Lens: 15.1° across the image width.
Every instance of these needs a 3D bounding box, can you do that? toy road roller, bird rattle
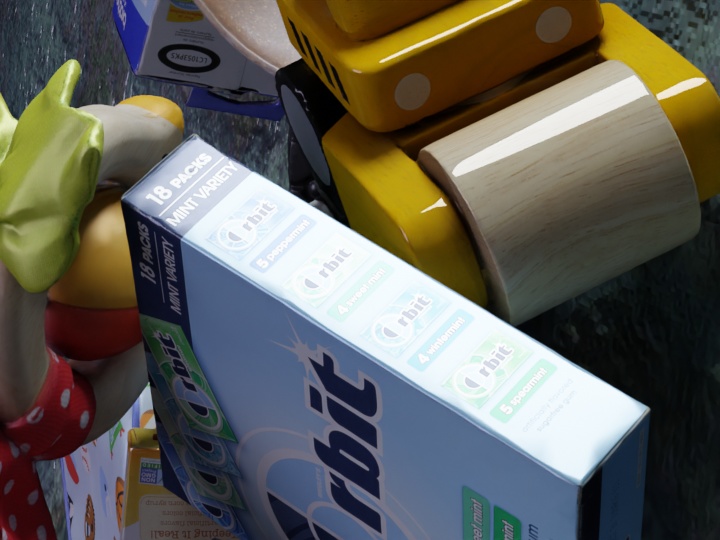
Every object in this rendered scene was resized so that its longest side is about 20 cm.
[{"bbox_3d":[0.035,-0.086,0.982,0.200,0.122,0.146,51,164,55],"label":"toy road roller"},{"bbox_3d":[-0.108,0.016,0.999,0.112,0.163,0.201,6,111,30],"label":"bird rattle"}]

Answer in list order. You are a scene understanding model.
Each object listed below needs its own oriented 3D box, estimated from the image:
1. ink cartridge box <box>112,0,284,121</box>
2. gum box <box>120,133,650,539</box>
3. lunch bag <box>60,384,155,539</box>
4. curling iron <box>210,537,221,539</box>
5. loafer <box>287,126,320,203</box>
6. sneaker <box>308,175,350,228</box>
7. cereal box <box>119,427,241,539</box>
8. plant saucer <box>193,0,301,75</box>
[{"bbox_3d":[-0.030,-0.152,1.227,0.076,0.136,0.201,-116,39,-59],"label":"ink cartridge box"},{"bbox_3d":[0.008,0.064,0.968,0.200,0.045,0.170,30,148,26],"label":"gum box"},{"bbox_3d":[-0.090,0.135,1.262,0.160,0.075,0.201,159,107,-68],"label":"lunch bag"},{"bbox_3d":[0.013,0.147,0.992,0.199,0.026,0.050,26,149,33],"label":"curling iron"},{"bbox_3d":[-0.005,-0.004,1.237,0.070,0.068,0.202,-45,-34,-58],"label":"loafer"},{"bbox_3d":[0.000,0.000,1.076,0.200,0.088,0.074,-38,68,12],"label":"sneaker"},{"bbox_3d":[-0.033,0.170,1.114,0.040,0.143,0.201,-118,33,-78],"label":"cereal box"},{"bbox_3d":[0.011,-0.170,1.118,0.037,0.199,0.202,-24,-53,-71],"label":"plant saucer"}]
